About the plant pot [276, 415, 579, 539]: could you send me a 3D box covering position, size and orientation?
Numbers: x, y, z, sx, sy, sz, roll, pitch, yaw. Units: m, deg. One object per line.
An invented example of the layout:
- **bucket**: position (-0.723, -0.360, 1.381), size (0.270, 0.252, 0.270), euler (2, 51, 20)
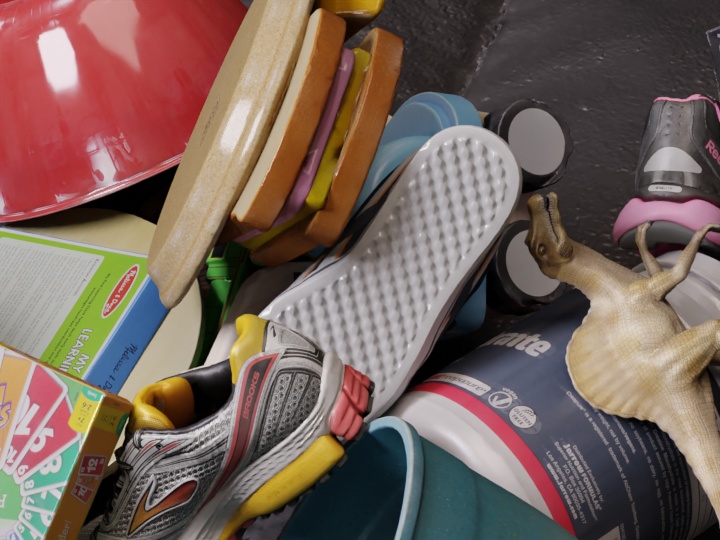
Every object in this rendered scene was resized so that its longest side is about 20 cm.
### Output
- **plant pot**: position (0.053, 0.194, 1.276), size (0.188, 0.200, 0.200), euler (26, 42, -13)

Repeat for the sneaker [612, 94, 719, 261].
- **sneaker**: position (0.192, -0.044, 1.547), size (0.079, 0.200, 0.096), euler (-1, 80, 19)

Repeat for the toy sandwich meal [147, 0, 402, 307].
- **toy sandwich meal**: position (-0.041, -0.063, 1.424), size (0.070, 0.205, 0.205), euler (23, 43, -8)

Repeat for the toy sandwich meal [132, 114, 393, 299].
- **toy sandwich meal**: position (-0.042, -0.019, 1.593), size (0.204, 0.070, 0.205), euler (1, 43, -1)

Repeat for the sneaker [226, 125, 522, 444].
- **sneaker**: position (0.009, 0.015, 1.399), size (0.078, 0.079, 0.200), euler (43, 95, 2)

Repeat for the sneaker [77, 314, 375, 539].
- **sneaker**: position (-0.087, 0.090, 1.339), size (0.082, 0.200, 0.078), euler (40, 24, -18)

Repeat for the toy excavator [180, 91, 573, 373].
- **toy excavator**: position (0.000, 0.000, 1.477), size (0.199, 0.100, 0.195), euler (6, 79, -28)

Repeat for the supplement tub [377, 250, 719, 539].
- **supplement tub**: position (0.112, 0.087, 1.435), size (0.200, 0.141, 0.140), euler (-30, 52, -29)

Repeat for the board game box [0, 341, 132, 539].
- **board game box**: position (-0.180, 0.137, 1.320), size (0.095, 0.201, 0.030), euler (21, 0, 40)

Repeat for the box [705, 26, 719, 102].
- **box**: position (0.251, -0.007, 1.505), size (0.050, 0.200, 0.199), euler (-21, 39, 20)

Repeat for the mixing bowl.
- **mixing bowl**: position (-0.145, -0.119, 1.601), size (0.200, 0.109, 0.200), euler (-21, 15, 6)

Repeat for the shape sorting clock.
- **shape sorting clock**: position (-0.174, 0.049, 1.510), size (0.199, 0.039, 0.200), euler (-16, 45, 17)

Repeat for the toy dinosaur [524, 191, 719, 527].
- **toy dinosaur**: position (0.152, 0.043, 1.368), size (0.101, 0.058, 0.200), euler (-27, 67, -11)

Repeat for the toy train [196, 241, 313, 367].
- **toy train**: position (-0.057, 0.004, 1.515), size (0.056, 0.042, 0.200), euler (-2, 60, 37)
